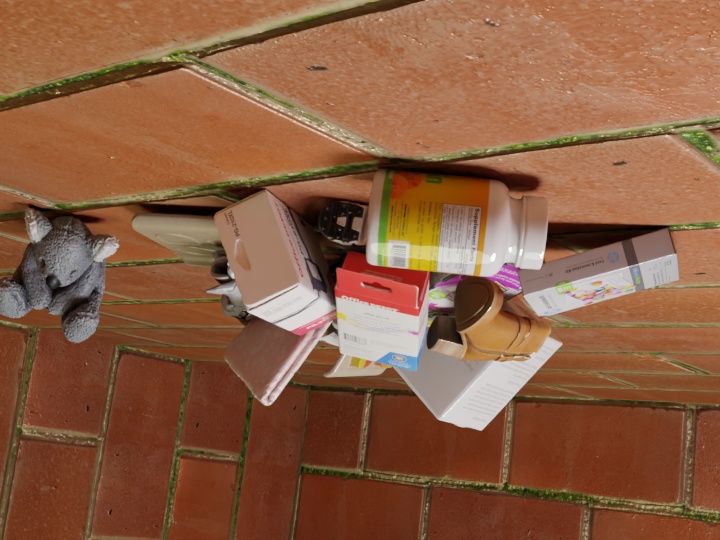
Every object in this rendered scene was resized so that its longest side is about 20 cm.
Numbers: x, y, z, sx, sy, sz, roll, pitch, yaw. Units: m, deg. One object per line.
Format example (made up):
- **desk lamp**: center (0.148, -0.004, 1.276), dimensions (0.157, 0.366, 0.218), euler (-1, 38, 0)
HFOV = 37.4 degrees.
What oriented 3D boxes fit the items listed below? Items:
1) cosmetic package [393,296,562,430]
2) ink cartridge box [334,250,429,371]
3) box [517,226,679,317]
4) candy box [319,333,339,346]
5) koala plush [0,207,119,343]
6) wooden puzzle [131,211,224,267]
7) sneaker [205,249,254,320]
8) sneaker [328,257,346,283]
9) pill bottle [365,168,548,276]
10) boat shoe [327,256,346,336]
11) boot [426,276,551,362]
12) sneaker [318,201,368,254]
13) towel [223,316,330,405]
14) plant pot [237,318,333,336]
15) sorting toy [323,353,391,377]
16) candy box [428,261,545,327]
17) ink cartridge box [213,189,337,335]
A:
- **cosmetic package**: center (0.173, 0.118, 1.671), dimensions (0.166, 0.200, 0.167), euler (47, -169, 30)
- **ink cartridge box**: center (0.030, 0.045, 1.427), dimensions (0.115, 0.068, 0.201), euler (13, 145, 10)
- **box**: center (0.319, 0.006, 1.413), dimensions (0.199, 0.041, 0.156), euler (-15, 163, 14)
- **candy box**: center (-0.006, 0.097, 1.961), dimensions (0.167, 0.072, 0.200), euler (15, -174, 8)
- **koala plush**: center (-0.480, -0.021, 1.713), dimensions (0.176, 0.185, 0.200), euler (20, 146, -7)
- **wooden puzzle**: center (-0.223, -0.052, 1.613), dimensions (0.184, 0.047, 0.200), euler (3, 164, 16)
- **sneaker**: center (-0.193, 0.019, 1.634), dimensions (0.114, 0.076, 0.200), euler (19, 157, -29)
- **sneaker**: center (0.000, 0.000, 1.555), dimensions (0.099, 0.071, 0.200), euler (-35, 178, -10)
- **pill bottle**: center (0.110, -0.052, 1.215), dimensions (0.198, 0.112, 0.111), euler (6, 169, 4)
- **boat shoe**: center (-0.024, 0.050, 1.669), dimensions (0.072, 0.200, 0.063), euler (-16, 123, 3)
- **boot**: center (0.195, 0.071, 1.461), dimensions (0.154, 0.074, 0.200), euler (10, 156, -16)
- **sneaker**: center (0.042, -0.046, 1.421), dimensions (0.199, 0.067, 0.091), euler (13, 173, 0)
- **towel**: center (-0.123, 0.092, 1.617), dimensions (0.032, 0.191, 0.200), euler (37, 178, -26)
- **plant pot**: center (-0.115, 0.045, 1.779), dimensions (0.198, 0.201, 0.028), euler (7, 127, 2)
- **sorting toy**: center (0.042, 0.103, 1.757), dimensions (0.036, 0.201, 0.185), euler (41, -166, 24)
- **candy box**: center (0.144, 0.014, 1.498), dimensions (0.136, 0.061, 0.200), euler (15, 146, -36)
- **ink cartridge box**: center (-0.107, -0.006, 1.452), dimensions (0.084, 0.146, 0.200), euler (-25, 162, 10)
